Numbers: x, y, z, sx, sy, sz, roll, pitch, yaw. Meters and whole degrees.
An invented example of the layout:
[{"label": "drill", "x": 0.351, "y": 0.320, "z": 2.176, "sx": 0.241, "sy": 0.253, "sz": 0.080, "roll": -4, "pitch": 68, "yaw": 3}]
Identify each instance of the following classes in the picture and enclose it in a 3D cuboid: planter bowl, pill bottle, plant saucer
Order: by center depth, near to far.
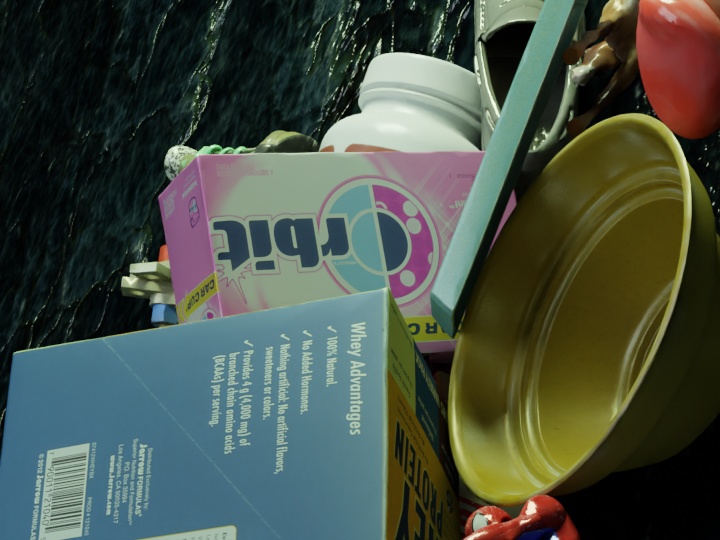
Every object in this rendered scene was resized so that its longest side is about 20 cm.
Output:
[{"label": "planter bowl", "x": 0.130, "y": 0.032, "z": 1.158, "sx": 0.200, "sy": 0.083, "sz": 0.202, "roll": -47, "pitch": 30, "yaw": 39}, {"label": "plant saucer", "x": 0.077, "y": -0.065, "z": 1.236, "sx": 0.070, "sy": 0.019, "sz": 0.202, "roll": 75, "pitch": -144, "yaw": -78}, {"label": "pill bottle", "x": 0.018, "y": -0.021, "z": 1.413, "sx": 0.112, "sy": 0.112, "sz": 0.202, "roll": -12, "pitch": 57, "yaw": 62}]

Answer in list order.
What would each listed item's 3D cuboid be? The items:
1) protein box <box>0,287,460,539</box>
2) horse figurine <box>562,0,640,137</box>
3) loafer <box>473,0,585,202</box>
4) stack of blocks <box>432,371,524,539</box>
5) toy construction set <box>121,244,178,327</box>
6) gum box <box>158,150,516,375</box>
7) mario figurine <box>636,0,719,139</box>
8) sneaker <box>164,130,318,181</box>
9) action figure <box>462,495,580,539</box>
[{"label": "protein box", "x": -0.062, "y": 0.140, "z": 1.153, "sx": 0.198, "sy": 0.135, "sz": 0.200, "roll": -10, "pitch": 53, "yaw": 14}, {"label": "horse figurine", "x": 0.157, "y": -0.159, "z": 1.264, "sx": 0.133, "sy": 0.050, "sz": 0.201, "roll": -43, "pitch": -19, "yaw": -53}, {"label": "loafer", "x": 0.100, "y": -0.130, "z": 1.376, "sx": 0.070, "sy": 0.069, "sz": 0.202, "roll": 91, "pitch": 179, "yaw": -60}, {"label": "stack of blocks", "x": 0.015, "y": 0.165, "z": 1.313, "sx": 0.200, "sy": 0.058, "sz": 0.116, "roll": -50, "pitch": 28, "yaw": 35}, {"label": "toy construction set", "x": -0.091, "y": 0.078, "z": 1.482, "sx": 0.131, "sy": 0.091, "sz": 0.202, "roll": -25, "pitch": 69, "yaw": 62}, {"label": "gum box", "x": 0.000, "y": 0.000, "z": 1.284, "sx": 0.066, "sy": 0.198, "sz": 0.115, "roll": -38, "pitch": 59, "yaw": 59}, {"label": "mario figurine", "x": 0.218, "y": -0.148, "z": 1.180, "sx": 0.201, "sy": 0.106, "sz": 0.123, "roll": -55, "pitch": -13, "yaw": 2}, {"label": "sneaker", "x": -0.082, "y": -0.049, "z": 1.466, "sx": 0.200, "sy": 0.088, "sz": 0.077, "roll": 125, "pitch": 166, "yaw": -77}, {"label": "action figure", "x": 0.091, "y": 0.161, "z": 1.035, "sx": 0.200, "sy": 0.098, "sz": 0.066, "roll": 34, "pitch": 142, "yaw": 50}]
